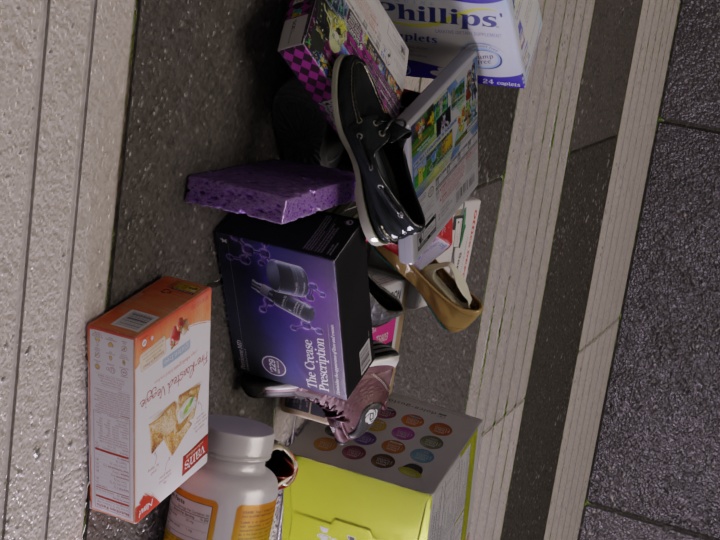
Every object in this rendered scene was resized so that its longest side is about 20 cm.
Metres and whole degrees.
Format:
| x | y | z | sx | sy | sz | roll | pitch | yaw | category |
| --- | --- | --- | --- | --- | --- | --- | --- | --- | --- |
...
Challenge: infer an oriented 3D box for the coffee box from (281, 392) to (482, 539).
| x | y | z | sx | sy | sz | roll | pitch | yaw | category |
| --- | --- | --- | --- | --- | --- | --- | --- | --- | --- |
| 0.027 | 0.294 | 1.876 | 0.198 | 0.200 | 0.200 | -45 | 144 | -56 | coffee box |

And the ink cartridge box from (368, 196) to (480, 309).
| x | y | z | sx | sy | sz | roll | pitch | yaw | category |
| --- | --- | --- | --- | --- | --- | --- | --- | --- | --- |
| 0.086 | -0.034 | 1.989 | 0.200 | 0.084 | 0.146 | -13 | 116 | -66 | ink cartridge box |

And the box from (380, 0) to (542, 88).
| x | y | z | sx | sy | sz | roll | pitch | yaw | category |
| --- | --- | --- | --- | --- | --- | --- | --- | --- | --- |
| 0.107 | -0.320 | 1.715 | 0.200 | 0.184 | 0.105 | 66 | 37 | -57 | box |

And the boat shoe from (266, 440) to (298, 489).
| x | y | z | sx | sy | sz | roll | pitch | yaw | category |
| --- | --- | --- | --- | --- | --- | --- | --- | --- | --- |
| -0.107 | 0.227 | 1.691 | 0.200 | 0.063 | 0.071 | 44 | 60 | -68 | boat shoe |

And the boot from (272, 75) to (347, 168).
| x | y | z | sx | sy | sz | roll | pitch | yaw | category |
| --- | --- | --- | --- | --- | --- | --- | --- | --- | --- |
| -0.022 | -0.205 | 1.631 | 0.200 | 0.066 | 0.165 | -56 | 159 | -37 | boot |

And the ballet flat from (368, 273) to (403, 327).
| x | y | z | sx | sy | sz | roll | pitch | yaw | category |
| --- | --- | --- | --- | --- | --- | --- | --- | --- | --- |
| 0.000 | 0.000 | 1.631 | 0.200 | 0.057 | 0.067 | 64 | 10 | -58 | ballet flat |

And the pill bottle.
| x | y | z | sx | sy | sz | roll | pitch | yaw | category |
| --- | --- | --- | --- | --- | --- | --- | --- | --- | --- |
| -0.148 | 0.259 | 1.538 | 0.111 | 0.111 | 0.200 | -7 | 110 | -68 | pill bottle |

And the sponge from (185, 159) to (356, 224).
| x | y | z | sx | sy | sz | roll | pitch | yaw | category |
| --- | --- | --- | --- | --- | --- | --- | --- | --- | --- |
| -0.082 | -0.084 | 1.492 | 0.200 | 0.111 | 0.030 | -21 | 121 | -64 | sponge |

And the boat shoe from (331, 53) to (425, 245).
| x | y | z | sx | sy | sz | roll | pitch | yaw | category |
| --- | --- | --- | --- | --- | --- | --- | --- | --- | --- |
| 0.023 | -0.125 | 1.478 | 0.074 | 0.066 | 0.200 | -19 | 101 | -58 | boat shoe |

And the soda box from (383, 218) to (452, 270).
| x | y | z | sx | sy | sz | roll | pitch | yaw | category |
| --- | --- | --- | --- | --- | --- | --- | --- | --- | --- |
| 0.072 | -0.103 | 1.817 | 0.070 | 0.063 | 0.200 | 32 | 41 | -28 | soda box |

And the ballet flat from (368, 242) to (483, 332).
| x | y | z | sx | sy | sz | roll | pitch | yaw | category |
| --- | --- | --- | --- | --- | --- | --- | --- | --- | --- |
| 0.083 | -0.010 | 1.849 | 0.200 | 0.063 | 0.069 | 49 | 37 | -15 | ballet flat |

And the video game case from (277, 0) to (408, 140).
| x | y | z | sx | sy | sz | roll | pitch | yaw | category |
| --- | --- | --- | --- | --- | --- | --- | --- | --- | --- |
| -0.013 | -0.235 | 1.548 | 0.200 | 0.036 | 0.181 | 52 | 37 | -44 | video game case |

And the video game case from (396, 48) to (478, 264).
| x | y | z | sx | sy | sz | roll | pitch | yaw | category |
| --- | --- | --- | --- | --- | --- | --- | --- | --- | --- |
| 0.089 | -0.133 | 1.677 | 0.200 | 0.022 | 0.182 | -49 | 144 | -48 | video game case |

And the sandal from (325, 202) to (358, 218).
| x | y | z | sx | sy | sz | roll | pitch | yaw | category |
| --- | --- | --- | --- | --- | --- | --- | --- | --- | --- |
| -0.027 | -0.068 | 1.641 | 0.201 | 0.057 | 0.080 | -39 | 151 | 9 | sandal |

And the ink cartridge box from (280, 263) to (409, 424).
| x | y | z | sx | sy | sz | roll | pitch | yaw | category |
| --- | --- | --- | --- | --- | --- | --- | --- | --- | --- |
| -0.016 | 0.089 | 1.821 | 0.200 | 0.075 | 0.165 | -18 | 120 | -65 | ink cartridge box |

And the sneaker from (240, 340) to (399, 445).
| x | y | z | sx | sy | sz | roll | pitch | yaw | category |
| --- | --- | --- | --- | --- | --- | --- | --- | --- | --- |
| -0.044 | 0.154 | 1.681 | 0.200 | 0.076 | 0.116 | -8 | 112 | -28 | sneaker |

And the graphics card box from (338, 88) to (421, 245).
| x | y | z | sx | sy | sz | roll | pitch | yaw | category |
| --- | --- | --- | --- | --- | --- | --- | --- | --- | --- |
| 0.035 | -0.130 | 1.740 | 0.051 | 0.125 | 0.200 | 83 | 27 | -53 | graphics card box |

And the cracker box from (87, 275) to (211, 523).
| x | y | z | sx | sy | sz | roll | pitch | yaw | category |
| --- | --- | --- | --- | --- | --- | --- | --- | --- | --- |
| -0.200 | 0.122 | 1.395 | 0.134 | 0.058 | 0.200 | -39 | 139 | -57 | cracker box |

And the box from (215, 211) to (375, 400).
| x | y | z | sx | sy | sz | roll | pitch | yaw | category |
| --- | --- | --- | --- | --- | --- | --- | --- | --- | --- |
| -0.068 | 0.029 | 1.560 | 0.079 | 0.141 | 0.200 | -53 | 149 | -42 | box |
